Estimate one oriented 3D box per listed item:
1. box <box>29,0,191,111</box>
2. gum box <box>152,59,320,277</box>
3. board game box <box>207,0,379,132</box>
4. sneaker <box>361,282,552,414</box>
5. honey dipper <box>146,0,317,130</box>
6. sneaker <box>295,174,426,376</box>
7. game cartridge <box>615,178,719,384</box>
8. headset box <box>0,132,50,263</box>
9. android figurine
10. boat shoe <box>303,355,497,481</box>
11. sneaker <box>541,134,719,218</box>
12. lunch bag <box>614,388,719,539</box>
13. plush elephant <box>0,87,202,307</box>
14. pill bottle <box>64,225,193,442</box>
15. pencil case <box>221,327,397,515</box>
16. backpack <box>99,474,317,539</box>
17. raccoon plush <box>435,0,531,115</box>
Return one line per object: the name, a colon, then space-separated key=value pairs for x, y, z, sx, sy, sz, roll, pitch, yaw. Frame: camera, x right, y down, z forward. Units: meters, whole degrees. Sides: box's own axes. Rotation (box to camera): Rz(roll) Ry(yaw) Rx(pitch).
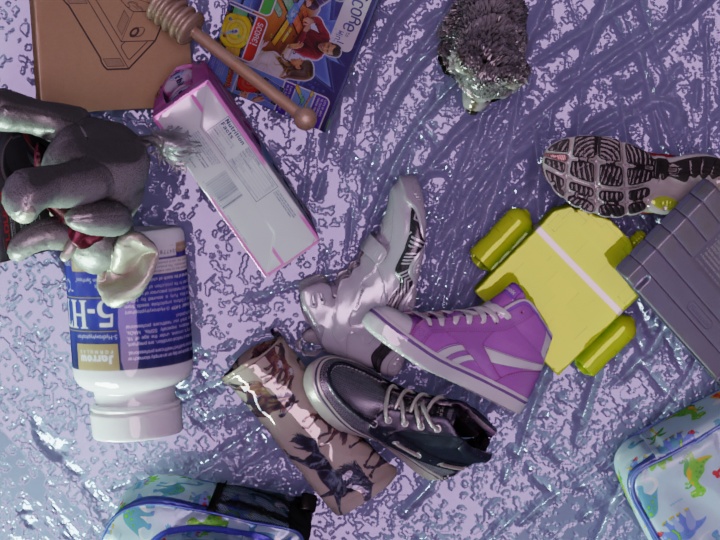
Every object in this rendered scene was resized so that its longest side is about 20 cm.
box: x=-0.242 y=-0.255 z=1.635 sx=0.162 sy=0.021 sz=0.202 roll=-6 pitch=95 yaw=-31
gum box: x=-0.123 y=-0.103 z=1.622 sx=0.066 sy=0.114 sz=0.201 roll=-33 pitch=107 yaw=3
board game box: x=-0.059 y=-0.247 z=1.628 sx=0.135 sy=0.035 sz=0.201 roll=23 pitch=121 yaw=-3
sneaker: x=0.099 y=0.050 z=1.635 sx=0.200 sy=0.073 sz=0.115 roll=26 pitch=93 yaw=-30
honey dipper: x=-0.121 y=-0.198 z=1.612 sx=0.200 sy=0.038 sz=0.038 roll=39 pitch=93 yaw=13
sneaker: x=0.000 y=0.000 z=1.673 sx=0.114 sy=0.075 sz=0.202 roll=8 pitch=98 yaw=-5
game cartridge: x=0.350 y=0.014 z=1.666 sx=0.130 sy=0.038 sz=0.200 roll=-47 pitch=123 yaw=-2
headset box: x=-0.346 y=-0.084 z=1.589 sx=0.074 sy=0.200 sz=0.150 roll=-5 pitch=95 yaw=14
android figurine: x=0.199 y=0.017 z=1.698 sx=0.182 sy=0.041 sz=0.200 roll=43 pitch=95 yaw=-4
boat shoe: x=0.044 y=0.134 z=1.647 sx=0.199 sy=0.092 sz=0.075 roll=32 pitch=54 yaw=-29
sneaker: x=0.266 y=-0.086 z=1.667 sx=0.198 sy=0.085 sz=0.078 roll=9 pitch=91 yaw=-14
lunch bag: x=0.370 y=0.209 z=1.693 sx=0.199 sy=0.083 sz=0.161 roll=-28 pitch=108 yaw=1
plush elephant: x=-0.253 y=-0.059 z=1.519 sx=0.199 sy=0.165 sz=0.156 roll=-3 pitch=132 yaw=-32
pill bottle: x=-0.224 y=0.060 z=1.650 sx=0.119 sy=0.120 sz=0.202 roll=-4 pitch=95 yaw=-1
pencil case: x=-0.049 y=0.155 z=1.681 sx=0.078 sy=0.089 sz=0.200 roll=-38 pitch=98 yaw=13
backpack: x=-0.160 y=0.298 z=1.650 sx=0.198 sy=0.147 sz=0.184 roll=14 pitch=106 yaw=2
raccoon plush: x=0.121 y=-0.251 z=1.625 sx=0.096 sy=0.134 sz=0.202 roll=-2 pitch=95 yaw=0
